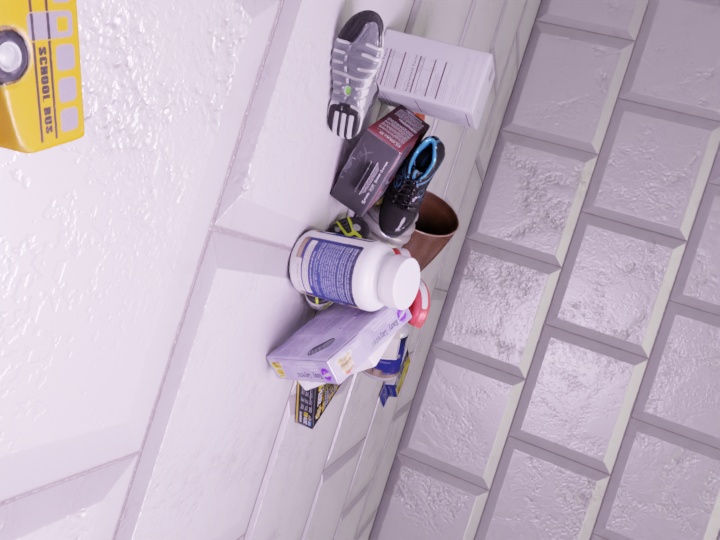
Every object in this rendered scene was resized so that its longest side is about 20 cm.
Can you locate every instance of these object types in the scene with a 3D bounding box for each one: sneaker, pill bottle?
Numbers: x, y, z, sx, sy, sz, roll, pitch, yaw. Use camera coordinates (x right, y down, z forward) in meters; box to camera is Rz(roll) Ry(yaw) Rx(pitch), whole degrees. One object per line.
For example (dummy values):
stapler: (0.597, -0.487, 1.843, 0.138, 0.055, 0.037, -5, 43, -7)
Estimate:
sneaker: (0.086, -0.154, 1.123, 0.201, 0.073, 0.082, -65, 172, 7)
pill bottle: (0.070, 0.190, 1.704, 0.116, 0.115, 0.202, -39, 143, -64)
sneaker: (0.000, -0.319, 0.979, 0.116, 0.075, 0.201, -61, 172, -51)
sneaker: (-0.049, -0.016, 1.158, 0.201, 0.075, 0.077, -58, 175, -24)
sneaker: (0.046, 0.024, 1.110, 0.201, 0.115, 0.079, -111, -142, -54)
pill bottle: (-0.008, 0.003, 1.008, 0.111, 0.199, 0.112, -24, 120, -51)

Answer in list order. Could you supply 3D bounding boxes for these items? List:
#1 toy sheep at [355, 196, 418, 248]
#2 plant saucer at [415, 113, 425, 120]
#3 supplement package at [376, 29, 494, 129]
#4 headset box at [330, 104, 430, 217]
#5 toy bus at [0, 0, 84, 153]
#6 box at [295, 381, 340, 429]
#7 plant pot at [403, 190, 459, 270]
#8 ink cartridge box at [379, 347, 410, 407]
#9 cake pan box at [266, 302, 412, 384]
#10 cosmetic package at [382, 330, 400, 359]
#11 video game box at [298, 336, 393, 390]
toy sheep: (0.053, -0.104, 1.276, 0.200, 0.138, 0.138, -47, 178, 30)
plant saucer: (0.100, -0.303, 1.403, 0.200, 0.032, 0.202, 18, 90, -75)
supplement package: (0.133, -0.350, 1.143, 0.114, 0.198, 0.110, 9, 100, -76)
headset box: (0.034, -0.198, 1.125, 0.149, 0.075, 0.200, -57, 176, 35)
toy bus: (-0.215, -0.175, 0.365, 0.078, 0.065, 0.202, -48, 152, -57)
box: (-0.080, 0.210, 1.322, 0.160, 0.049, 0.201, -50, 154, -48)
plant pot: (0.109, -0.067, 1.482, 0.187, 0.186, 0.201, -52, 169, -52)
ink cartridge box: (0.131, 0.399, 2.299, 0.198, 0.047, 0.201, 75, 34, -65)
cake pan box: (-0.035, 0.110, 1.047, 0.200, 0.183, 0.053, -39, 111, -37)
cosmetic package: (0.043, 0.092, 1.410, 0.088, 0.102, 0.201, 93, 4, -52)
video game box: (-0.010, 0.127, 1.163, 0.047, 0.181, 0.200, 56, 38, -14)
